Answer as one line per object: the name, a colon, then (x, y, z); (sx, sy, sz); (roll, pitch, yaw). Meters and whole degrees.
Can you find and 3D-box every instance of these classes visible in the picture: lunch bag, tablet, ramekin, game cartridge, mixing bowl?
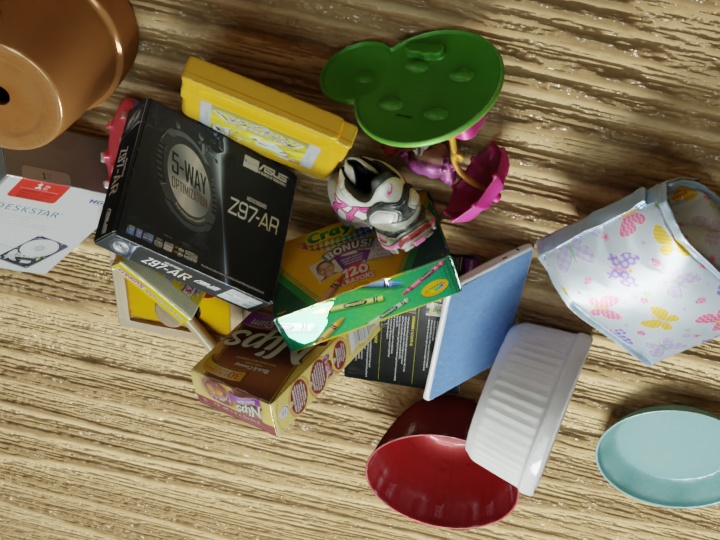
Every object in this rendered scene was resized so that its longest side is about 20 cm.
lunch bag: (0.309, -0.012, 1.309); (0.200, 0.128, 0.169); (31, 138, -29)
tablet: (0.134, 0.061, 1.449); (0.014, 0.130, 0.201); (46, 146, 31)
ramekin: (0.194, 0.154, 1.464); (0.094, 0.203, 0.203); (21, 138, 11)
game cartridge: (-0.099, -0.150, 1.273); (0.176, 0.033, 0.200); (22, 174, -6)
mixing bowl: (0.114, 0.235, 1.626); (0.199, 0.109, 0.201); (9, 136, 9)

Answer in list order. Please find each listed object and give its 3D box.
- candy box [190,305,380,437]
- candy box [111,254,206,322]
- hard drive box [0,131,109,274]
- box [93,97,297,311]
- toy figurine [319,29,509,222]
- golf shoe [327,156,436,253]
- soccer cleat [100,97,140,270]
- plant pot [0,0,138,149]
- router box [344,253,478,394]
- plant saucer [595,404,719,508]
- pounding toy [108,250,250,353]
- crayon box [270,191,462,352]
candy box: (-0.080, 0.088, 1.404); (0.116, 0.200, 0.057); (19, 137, 30)
candy box: (-0.182, -0.053, 1.354); (0.026, 0.200, 0.102); (-16, 130, 46)
hard drive box: (-0.384, -0.080, 1.427); (0.155, 0.077, 0.200); (9, 147, -41)
box: (-0.169, -0.066, 1.323); (0.200, 0.161, 0.043); (27, 151, -32)
toy figurine: (0.072, -0.129, 1.272); (0.199, 0.150, 0.184); (16, 152, 32)
golf shoe: (0.011, -0.088, 1.302); (0.072, 0.200, 0.092); (-35, 115, -11)
soccer cleat: (-0.237, -0.088, 1.371); (0.076, 0.201, 0.067); (3, 167, -33)
plant pot: (-0.342, -0.219, 1.275); (0.199, 0.140, 0.201); (8, 136, 7)
router box: (0.058, 0.060, 1.504); (0.148, 0.051, 0.201); (9, 136, 5)
plant saucer: (0.400, 0.229, 1.590); (0.199, 0.036, 0.201); (9, 135, 8)
pounding toy: (-0.193, 0.024, 1.476); (0.183, 0.143, 0.201); (10, 136, 6)
crayon box: (0.000, 0.000, 1.368); (0.199, 0.119, 0.058); (-20, 130, 5)
